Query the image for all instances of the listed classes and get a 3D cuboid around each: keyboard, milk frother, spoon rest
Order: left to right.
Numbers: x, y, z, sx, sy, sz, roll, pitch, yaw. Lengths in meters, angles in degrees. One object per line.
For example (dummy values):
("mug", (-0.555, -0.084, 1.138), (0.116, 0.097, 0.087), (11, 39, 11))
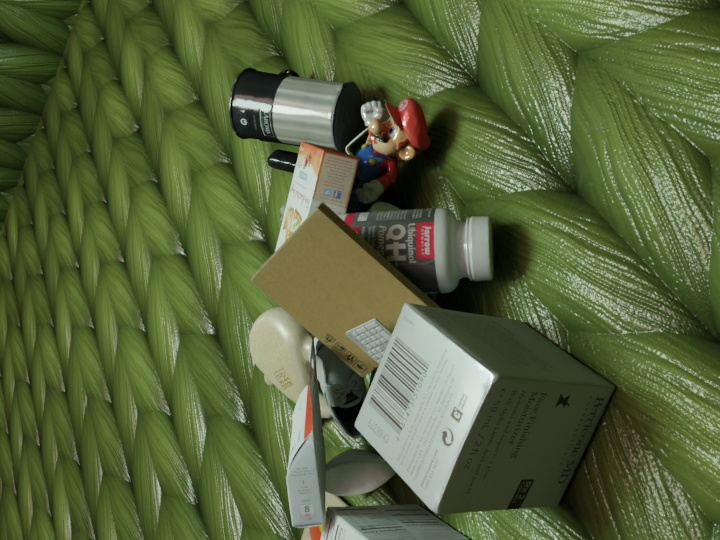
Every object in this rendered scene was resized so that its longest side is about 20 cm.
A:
("milk frother", (-0.085, -0.276, 1.337), (0.188, 0.181, 0.200), (13, 60, 19))
("spoon rest", (0.021, 0.264, 1.117), (0.200, 0.099, 0.061), (-46, 36, 26))
("keyboard", (0.067, 0.132, 1.012), (0.056, 0.200, 0.011), (-25, 30, 46))

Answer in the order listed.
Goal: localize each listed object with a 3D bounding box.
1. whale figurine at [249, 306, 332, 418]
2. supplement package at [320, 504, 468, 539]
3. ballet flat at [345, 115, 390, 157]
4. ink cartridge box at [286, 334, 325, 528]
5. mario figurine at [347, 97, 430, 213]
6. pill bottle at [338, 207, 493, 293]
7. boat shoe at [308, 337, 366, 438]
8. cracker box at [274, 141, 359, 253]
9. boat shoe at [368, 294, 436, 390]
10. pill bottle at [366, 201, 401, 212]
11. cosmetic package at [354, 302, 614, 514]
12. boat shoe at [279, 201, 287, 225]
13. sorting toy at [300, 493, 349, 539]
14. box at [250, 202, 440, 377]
("whale figurine", (-0.094, 0.150, 1.300), (0.159, 0.104, 0.200), (-36, 80, 42))
("supplement package", (0.028, 0.416, 1.016), (0.111, 0.156, 0.200), (18, 97, 55))
("ballet flat", (-0.005, -0.162, 1.250), (0.200, 0.063, 0.069), (-52, 1, 25))
("ink cartridge box", (-0.075, 0.201, 1.034), (0.163, 0.057, 0.200), (-97, -2, -74))
("mario figurine", (0.012, -0.170, 1.146), (0.123, 0.106, 0.200), (46, 117, 10))
("pill bottle", (0.069, -0.024, 1.030), (0.200, 0.111, 0.111), (-3, 78, 13))
("boat shoe", (-0.020, 0.166, 1.144), (0.065, 0.074, 0.200), (56, 168, 45))
("cracker box", (-0.068, -0.075, 1.130), (0.134, 0.058, 0.200), (-142, 64, -68))
("boat shoe", (0.043, 0.099, 1.134), (0.075, 0.068, 0.200), (26, 103, 52))
("pill bottle", (0.000, 0.000, 1.174), (0.200, 0.113, 0.113), (-53, 45, 31))
("cosmetic package", (0.136, 0.153, 0.893), (0.165, 0.200, 0.165), (38, 113, 49))
("boat shoe", (-0.086, -0.087, 1.302), (0.072, 0.076, 0.200), (-43, 26, 7))
("sorting toy", (-0.042, 0.444, 1.199), (0.200, 0.036, 0.185), (30, 106, 51))
("box", (-0.021, 0.030, 1.000), (0.163, 0.200, 0.021), (-43, 9, 38))
